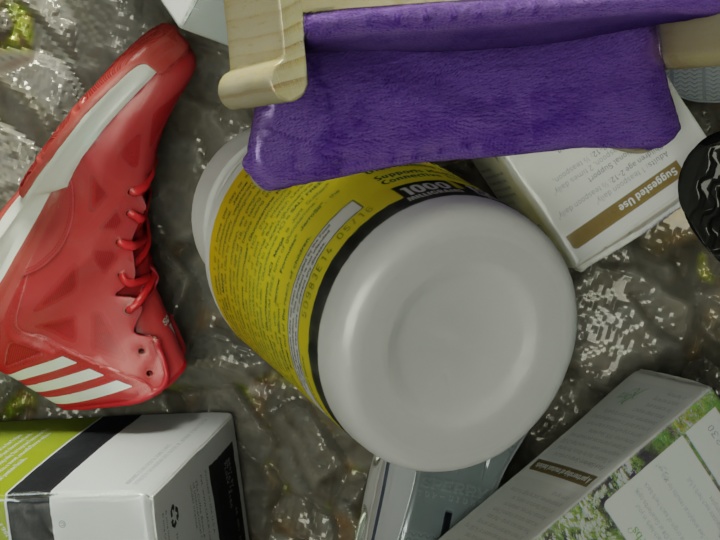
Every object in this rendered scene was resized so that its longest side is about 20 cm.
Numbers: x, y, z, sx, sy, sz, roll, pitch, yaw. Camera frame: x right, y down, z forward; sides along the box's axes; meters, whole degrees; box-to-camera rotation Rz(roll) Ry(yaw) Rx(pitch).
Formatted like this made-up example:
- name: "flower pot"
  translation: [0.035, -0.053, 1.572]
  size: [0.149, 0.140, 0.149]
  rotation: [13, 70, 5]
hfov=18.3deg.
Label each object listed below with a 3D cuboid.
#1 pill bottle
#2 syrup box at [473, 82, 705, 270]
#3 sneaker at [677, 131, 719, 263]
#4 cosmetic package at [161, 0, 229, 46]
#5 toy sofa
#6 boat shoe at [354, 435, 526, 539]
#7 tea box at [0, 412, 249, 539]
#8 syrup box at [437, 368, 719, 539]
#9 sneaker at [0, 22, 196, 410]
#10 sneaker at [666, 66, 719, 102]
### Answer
- name: "pill bottle"
  translation: [0.000, 0.000, 0.958]
  size: [0.112, 0.200, 0.113]
  rotation: [-8, 111, -23]
- name: "syrup box"
  translation: [0.065, -0.102, 0.967]
  size: [0.081, 0.079, 0.201]
  rotation: [-35, 92, -3]
- name: "sneaker"
  translation: [0.224, -0.019, 0.940]
  size: [0.198, 0.090, 0.071]
  rotation: [13, 109, -6]
- name: "cosmetic package"
  translation: [-0.052, -0.202, 0.941]
  size: [0.051, 0.200, 0.151]
  rotation: [17, 114, -33]
- name: "toy sofa"
  translation: [0.049, -0.087, 0.856]
  size: [0.198, 0.083, 0.099]
  rotation: [-6, 93, -18]
- name: "boat shoe"
  translation: [0.034, 0.076, 1.036]
  size: [0.073, 0.067, 0.202]
  rotation: [23, 84, -27]
- name: "tea box"
  translation: [-0.157, 0.184, 1.079]
  size: [0.195, 0.134, 0.202]
  rotation: [-4, 101, 16]
- name: "syrup box"
  translation: [0.086, 0.138, 0.980]
  size: [0.200, 0.081, 0.079]
  rotation: [-39, 104, -12]
- name: "sneaker"
  translation: [-0.108, -0.016, 1.063]
  size: [0.115, 0.078, 0.200]
  rotation: [37, 121, -5]
- name: "sneaker"
  translation: [0.165, -0.169, 0.953]
  size: [0.072, 0.071, 0.201]
  rotation: [11, 126, 7]
